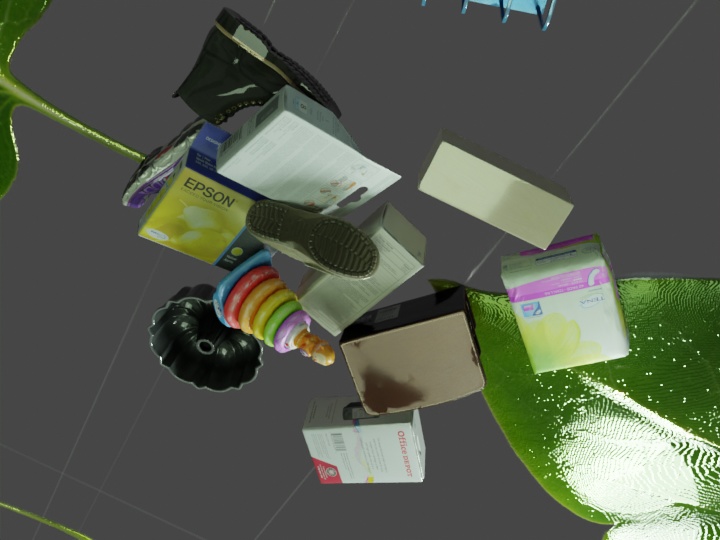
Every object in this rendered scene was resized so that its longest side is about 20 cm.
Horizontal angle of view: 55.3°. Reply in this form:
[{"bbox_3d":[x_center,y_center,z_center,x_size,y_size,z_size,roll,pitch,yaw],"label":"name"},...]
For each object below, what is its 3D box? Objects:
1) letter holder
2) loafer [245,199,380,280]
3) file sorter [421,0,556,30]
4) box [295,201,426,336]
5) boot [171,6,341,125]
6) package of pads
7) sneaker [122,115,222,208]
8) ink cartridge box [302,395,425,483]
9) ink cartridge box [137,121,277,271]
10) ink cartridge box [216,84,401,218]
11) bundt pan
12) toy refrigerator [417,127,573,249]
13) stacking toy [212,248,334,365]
[{"bbox_3d":[0.087,0.129,1.073,0.197,0.101,0.144,-16,106,14],"label":"letter holder"},{"bbox_3d":[-0.064,-0.043,0.969,0.198,0.068,0.077,25,84,6],"label":"loafer"},{"bbox_3d":[0.128,-0.357,0.755,0.197,0.123,0.140,12,126,1],"label":"file sorter"},{"bbox_3d":[0.000,0.000,1.043,0.095,0.078,0.199,42,121,-17],"label":"box"},{"bbox_3d":[-0.136,-0.223,0.908,0.200,0.078,0.139,41,108,-2],"label":"boot"},{"bbox_3d":[0.310,0.053,1.030,0.152,0.069,0.202,-13,121,20],"label":"package of pads"},{"bbox_3d":[-0.268,-0.139,1.001,0.198,0.081,0.084,-28,122,25],"label":"sneaker"},{"bbox_3d":[0.010,0.305,1.241,0.197,0.086,0.149,-5,122,12],"label":"ink cartridge box"},{"bbox_3d":[-0.189,-0.090,1.002,0.196,0.047,0.200,24,128,-31],"label":"ink cartridge box"},{"bbox_3d":[-0.068,-0.145,0.919,0.198,0.048,0.159,23,143,-36],"label":"ink cartridge box"},{"bbox_3d":[-0.250,0.106,1.159,0.199,0.076,0.204,5,124,7],"label":"bundt pan"},{"bbox_3d":[0.182,-0.114,0.943,0.198,0.070,0.077,24,118,-7],"label":"toy refrigerator"},{"bbox_3d":[-0.113,0.076,1.008,0.199,0.110,0.117,37,150,23],"label":"stacking toy"}]
